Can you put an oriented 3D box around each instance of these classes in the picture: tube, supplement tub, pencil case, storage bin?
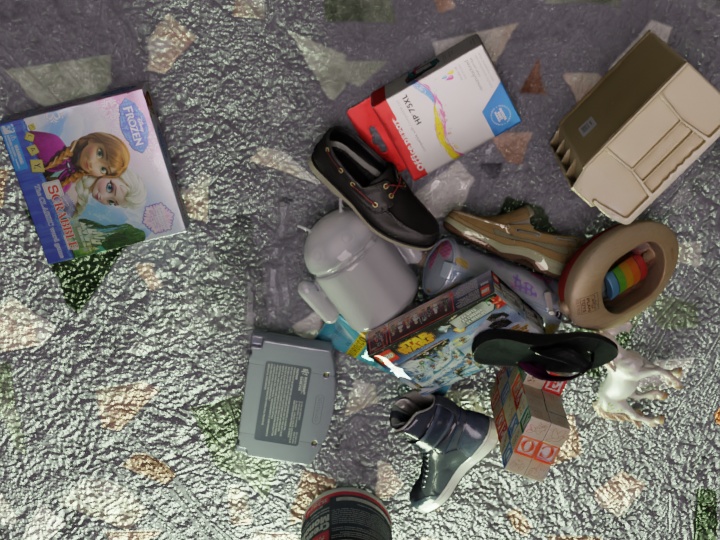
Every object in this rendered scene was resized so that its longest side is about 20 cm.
[{"bbox_3d":[0.036,0.115,1.646,0.198,0.051,0.078,24,135,-9],"label":"tube"},{"bbox_3d":[-0.020,0.420,1.691,0.138,0.200,0.142,0,113,-1],"label":"supplement tub"},{"bbox_3d":[0.179,0.025,1.568,0.198,0.091,0.084,21,107,-22],"label":"pencil case"},{"bbox_3d":[0.339,-0.177,1.444,0.093,0.200,0.199,39,107,-14],"label":"storage bin"}]

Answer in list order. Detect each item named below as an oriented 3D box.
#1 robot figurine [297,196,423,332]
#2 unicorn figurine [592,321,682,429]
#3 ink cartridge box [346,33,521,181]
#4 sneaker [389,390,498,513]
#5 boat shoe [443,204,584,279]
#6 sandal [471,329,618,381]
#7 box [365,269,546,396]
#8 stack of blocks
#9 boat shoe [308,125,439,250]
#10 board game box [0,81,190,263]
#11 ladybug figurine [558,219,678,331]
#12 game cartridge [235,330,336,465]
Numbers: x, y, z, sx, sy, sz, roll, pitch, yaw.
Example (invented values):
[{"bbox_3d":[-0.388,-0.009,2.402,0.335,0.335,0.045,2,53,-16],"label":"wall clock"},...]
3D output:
[{"bbox_3d":[0.000,0.000,1.561,0.169,0.113,0.201,-36,110,1],"label":"robot figurine"},{"bbox_3d":[0.377,0.142,1.645,0.135,0.074,0.202,16,118,4],"label":"unicorn figurine"},{"bbox_3d":[0.092,-0.198,1.504,0.198,0.067,0.117,-29,110,11],"label":"ink cartridge box"},{"bbox_3d":[0.087,0.253,1.673,0.145,0.077,0.203,24,123,-17],"label":"sneaker"},{"bbox_3d":[0.207,-0.053,1.574,0.198,0.072,0.077,20,98,-18],"label":"boat shoe"},{"bbox_3d":[0.239,0.117,1.518,0.197,0.048,0.076,3,140,-13],"label":"sandal"},{"bbox_3d":[0.124,0.086,1.533,0.198,0.040,0.137,-28,138,24],"label":"box"},{"bbox_3d":[0.231,0.177,1.592,0.058,0.201,0.116,19,113,-8],"label":"stack of blocks"},{"bbox_3d":[0.023,-0.103,1.510,0.201,0.074,0.063,40,139,2],"label":"boat shoe"},{"bbox_3d":[-0.346,-0.126,1.542,0.197,0.041,0.202,-13,113,5],"label":"board game box"},{"bbox_3d":[0.334,0.002,1.560,0.198,0.072,0.137,-26,121,-23],"label":"ladybug figurine"},{"bbox_3d":[-0.102,0.183,1.672,0.131,0.042,0.202,7,118,-7],"label":"game cartridge"}]
